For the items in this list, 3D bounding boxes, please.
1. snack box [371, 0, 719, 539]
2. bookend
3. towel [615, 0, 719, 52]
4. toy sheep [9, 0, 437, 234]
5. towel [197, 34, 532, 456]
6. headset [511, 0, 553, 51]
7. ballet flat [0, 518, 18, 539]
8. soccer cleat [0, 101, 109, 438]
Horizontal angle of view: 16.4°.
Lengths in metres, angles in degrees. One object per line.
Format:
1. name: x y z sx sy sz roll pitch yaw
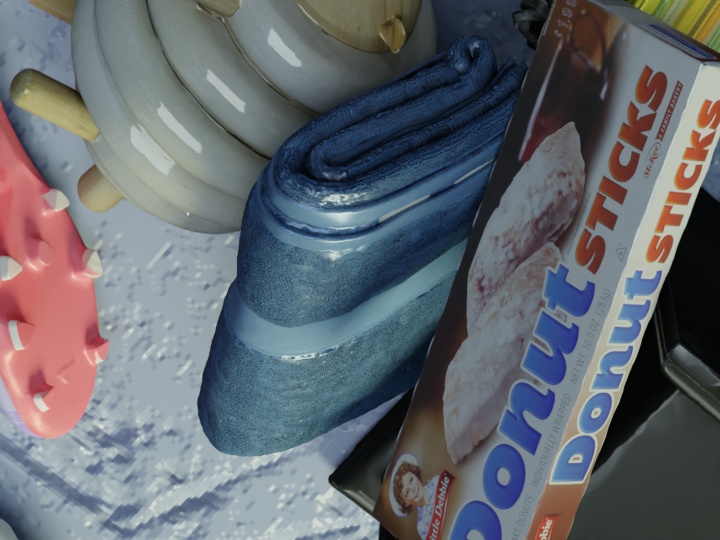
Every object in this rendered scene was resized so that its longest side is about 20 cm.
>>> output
1. snack box: 0.062 0.011 0.830 0.024 0.072 0.201 3 113 -41
2. bookend: 0.079 0.081 0.936 0.092 0.199 0.200 38 110 -12
3. towel: 0.159 -0.084 0.896 0.199 0.018 0.086 -3 141 -36
4. toy sheep: -0.049 -0.078 0.916 0.138 0.138 0.200 44 135 -14
5. towel: 0.000 0.000 0.909 0.111 0.200 0.049 -29 71 -24
6. headset: 0.124 -0.156 0.879 0.123 0.094 0.200 40 95 14
7. ballet flat: -0.200 0.111 1.032 0.199 0.076 0.064 14 96 -6
8. soccer cleat: -0.161 -0.024 0.986 0.076 0.067 0.201 1 122 36
